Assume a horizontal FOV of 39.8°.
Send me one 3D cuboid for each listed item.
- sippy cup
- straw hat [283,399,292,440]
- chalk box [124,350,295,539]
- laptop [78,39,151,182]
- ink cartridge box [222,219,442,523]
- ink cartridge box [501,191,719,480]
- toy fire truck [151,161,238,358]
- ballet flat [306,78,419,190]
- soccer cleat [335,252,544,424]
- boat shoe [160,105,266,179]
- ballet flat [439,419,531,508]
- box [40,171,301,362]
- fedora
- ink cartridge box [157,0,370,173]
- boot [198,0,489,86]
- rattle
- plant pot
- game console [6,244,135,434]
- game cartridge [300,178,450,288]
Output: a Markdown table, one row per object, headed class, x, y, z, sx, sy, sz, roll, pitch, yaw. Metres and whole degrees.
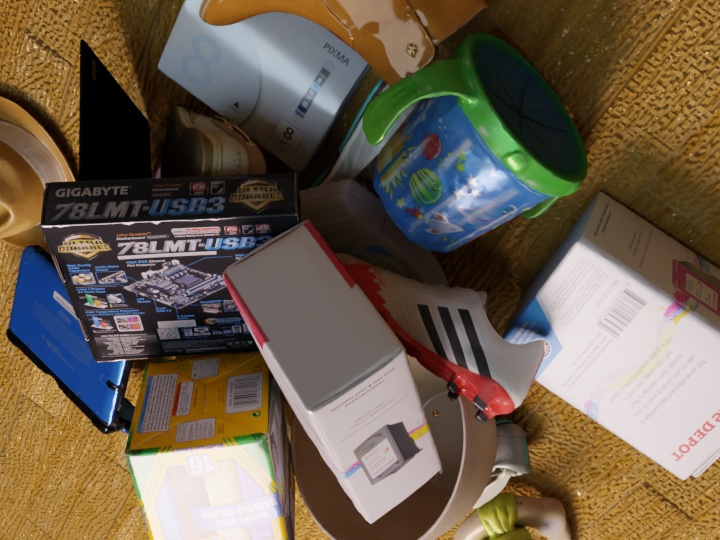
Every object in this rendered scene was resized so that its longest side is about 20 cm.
| class | x | y | z | sx | sy | sz | roll | pitch | yaw |
| --- | --- | --- | --- | --- | --- | --- | --- | --- | --- |
| sippy cup | 0.082 | -0.086 | 0.760 | 0.178 | 0.140 | 0.130 | 44 | 123 | -14 |
| straw hat | -0.119 | 0.166 | 1.068 | 0.201 | 0.201 | 0.085 | 43 | 89 | -5 |
| chalk box | -0.124 | 0.192 | 0.893 | 0.121 | 0.125 | 0.203 | -6 | 121 | 0 |
| laptop | -0.245 | -0.065 | 0.911 | 0.102 | 0.180 | 0.200 | 15 | 139 | -32 |
| ink cartridge box | -0.018 | 0.083 | 0.776 | 0.148 | 0.085 | 0.201 | 51 | 170 | 35 |
| ink cartridge box | 0.235 | 0.057 | 0.823 | 0.198 | 0.085 | 0.145 | 34 | 131 | 4 |
| toy fire truck | -0.132 | 0.002 | 0.969 | 0.197 | 0.112 | 0.170 | 25 | 111 | 8 |
| ballet flat | -0.001 | -0.083 | 0.861 | 0.069 | 0.070 | 0.201 | 38 | 127 | -2 |
| soccer cleat | 0.060 | 0.038 | 0.819 | 0.199 | 0.085 | 0.069 | 37 | 163 | 20 |
| boat shoe | -0.132 | -0.098 | 0.868 | 0.065 | 0.200 | 0.075 | 6 | 105 | -22 |
| ballet flat | 0.091 | 0.216 | 1.008 | 0.199 | 0.067 | 0.065 | -37 | 57 | 37 |
| box | -0.144 | 0.002 | 0.825 | 0.196 | 0.050 | 0.200 | -4 | 144 | -3 |
| fedora | -0.391 | -0.087 | 1.044 | 0.197 | 0.082 | 0.204 | 13 | 127 | 18 |
| ink cartridge box | -0.066 | -0.202 | 0.826 | 0.159 | 0.047 | 0.201 | 36 | 132 | 0 |
| boot | -0.014 | -0.196 | 0.758 | 0.199 | 0.071 | 0.146 | -31 | 93 | 16 |
| rattle | 0.160 | 0.338 | 1.010 | 0.128 | 0.143 | 0.203 | -3 | 122 | -22 |
| plant pot | 0.050 | 0.157 | 0.926 | 0.198 | 0.133 | 0.205 | -9 | 76 | 37 |
| game console | -0.282 | 0.085 | 1.081 | 0.199 | 0.117 | 0.173 | 33 | 116 | 31 |
| game cartridge | 0.000 | 0.000 | 0.887 | 0.131 | 0.041 | 0.200 | -14 | 139 | 29 |
